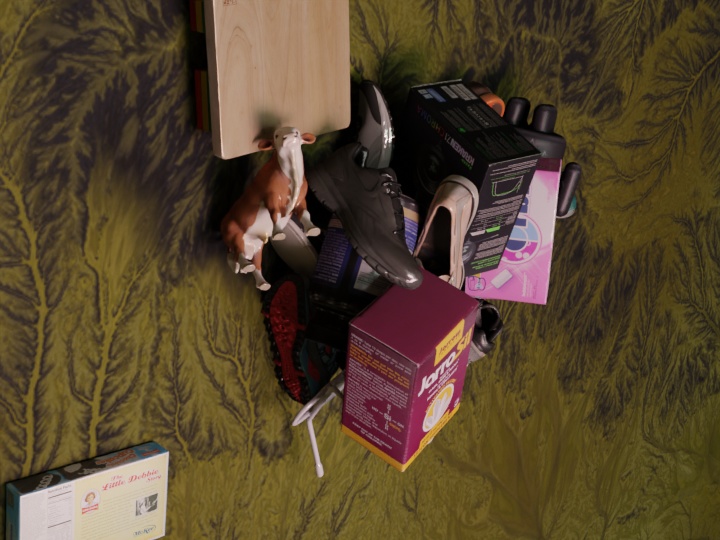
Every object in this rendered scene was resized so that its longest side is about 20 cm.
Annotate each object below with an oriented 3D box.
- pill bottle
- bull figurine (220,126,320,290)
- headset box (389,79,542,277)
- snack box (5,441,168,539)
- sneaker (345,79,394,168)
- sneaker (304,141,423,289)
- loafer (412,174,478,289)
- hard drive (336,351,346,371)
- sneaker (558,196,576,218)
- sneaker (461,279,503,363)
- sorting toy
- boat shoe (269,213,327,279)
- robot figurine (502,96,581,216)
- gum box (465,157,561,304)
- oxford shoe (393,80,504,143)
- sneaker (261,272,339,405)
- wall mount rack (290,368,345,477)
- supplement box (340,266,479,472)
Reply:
[{"bbox_3d":[0.000,0.000,1.360,0.111,0.111,0.202,22,85,-48],"label":"pill bottle"},{"bbox_3d":[-0.102,-0.072,1.279,0.065,0.122,0.200,7,143,-30],"label":"bull figurine"},{"bbox_3d":[0.119,-0.111,1.430,0.092,0.174,0.201,-14,138,-33],"label":"headset box"},{"bbox_3d":[-0.318,0.283,1.306,0.199,0.037,0.118,-10,113,-43],"label":"snack box"},{"bbox_3d":[0.000,-0.145,1.437,0.078,0.074,0.203,1,103,-10],"label":"sneaker"},{"bbox_3d":[0.017,-0.067,1.267,0.091,0.201,0.076,-39,159,7],"label":"sneaker"},{"bbox_3d":[0.092,-0.020,1.355,0.063,0.071,0.202,-47,155,-50],"label":"loafer"},{"bbox_3d":[0.054,0.050,1.535,0.139,0.038,0.201,-12,140,-43],"label":"hard drive"},{"bbox_3d":[0.277,-0.131,1.727,0.199,0.071,0.081,2,109,-45],"label":"sneaker"},{"bbox_3d":[0.171,0.062,1.634,0.074,0.087,0.201,50,34,-26],"label":"sneaker"},{"bbox_3d":[-0.107,-0.252,1.285,0.198,0.069,0.202,-21,119,-40],"label":"sorting toy"},{"bbox_3d":[-0.052,-0.017,1.433,0.061,0.073,0.201,-55,132,-24],"label":"boat shoe"},{"bbox_3d":[0.223,-0.144,1.588,0.124,0.150,0.202,6,105,-32],"label":"robot figurine"},{"bbox_3d":[0.207,-0.053,1.515,0.066,0.112,0.202,-60,154,-65],"label":"gum box"},{"bbox_3d":[0.098,-0.200,1.528,0.199,0.073,0.072,-25,144,-17],"label":"oxford shoe"},{"bbox_3d":[-0.070,0.076,1.462,0.095,0.079,0.202,-37,139,-37],"label":"sneaker"},{"bbox_3d":[-0.013,0.183,1.492,0.199,0.075,0.174,-35,166,-38],"label":"wall mount rack"},{"bbox_3d":[0.056,0.116,1.318,0.131,0.103,0.201,-41,150,-36],"label":"supplement box"}]
